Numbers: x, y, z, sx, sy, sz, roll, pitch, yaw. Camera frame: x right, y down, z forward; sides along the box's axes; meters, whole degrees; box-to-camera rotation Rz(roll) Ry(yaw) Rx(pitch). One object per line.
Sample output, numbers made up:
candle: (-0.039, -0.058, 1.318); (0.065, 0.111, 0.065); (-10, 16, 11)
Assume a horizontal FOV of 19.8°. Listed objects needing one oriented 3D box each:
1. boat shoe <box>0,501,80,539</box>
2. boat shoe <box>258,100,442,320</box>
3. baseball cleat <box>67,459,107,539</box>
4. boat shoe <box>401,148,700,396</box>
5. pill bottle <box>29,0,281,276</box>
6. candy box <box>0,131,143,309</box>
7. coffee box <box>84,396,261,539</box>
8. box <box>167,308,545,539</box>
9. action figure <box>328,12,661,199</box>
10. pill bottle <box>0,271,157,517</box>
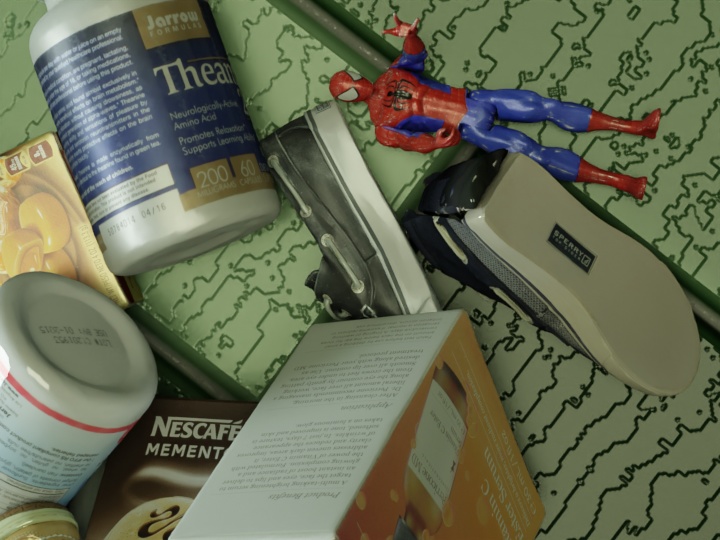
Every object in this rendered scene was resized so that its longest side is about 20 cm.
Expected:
boat shoe: (-0.212, 0.221, 1.188); (0.201, 0.071, 0.076); (-57, 43, 28)
boat shoe: (0.000, 0.000, 1.237); (0.067, 0.072, 0.201); (-27, 87, 2)
baseball cleat: (-0.199, 0.205, 1.259); (0.106, 0.070, 0.202); (9, 89, 10)
boat shoe: (0.113, 0.003, 1.236); (0.200, 0.093, 0.075); (45, 65, -23)
pill bottle: (-0.129, -0.107, 1.220); (0.110, 0.111, 0.201); (-21, 86, 4)
candy box: (-0.247, 0.008, 1.262); (0.199, 0.055, 0.116); (-25, 90, 4)
coffee box: (-0.099, 0.179, 1.187); (0.112, 0.080, 0.201); (0, 58, 20)
box: (0.005, 0.142, 1.145); (0.106, 0.200, 0.153); (-7, 121, 30)
action figure: (0.076, -0.095, 1.217); (0.198, 0.099, 0.066); (12, 82, 6)
pill bottle: (-0.213, 0.103, 1.205); (0.109, 0.109, 0.200); (43, 118, 2)
